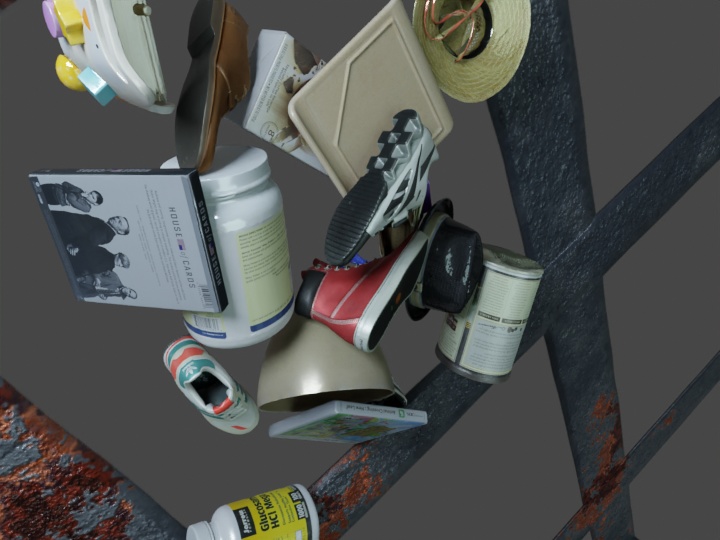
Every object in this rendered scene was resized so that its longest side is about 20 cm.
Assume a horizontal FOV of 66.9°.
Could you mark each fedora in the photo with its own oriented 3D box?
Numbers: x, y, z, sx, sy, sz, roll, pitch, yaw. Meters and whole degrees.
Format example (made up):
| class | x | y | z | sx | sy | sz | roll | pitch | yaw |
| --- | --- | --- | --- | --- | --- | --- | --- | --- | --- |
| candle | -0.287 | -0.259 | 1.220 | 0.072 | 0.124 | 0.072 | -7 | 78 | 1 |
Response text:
| class | x | y | z | sx | sy | sz | roll | pitch | yaw |
| --- | --- | --- | --- | --- | --- | --- | --- | --- | --- |
| fedora | 0.142 | -0.006 | 0.867 | 0.201 | 0.089 | 0.206 | -47 | 147 | -43 |

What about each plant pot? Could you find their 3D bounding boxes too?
| class | x | y | z | sx | sy | sz | roll | pitch | yaw |
| --- | --- | --- | --- | --- | --- | --- | --- | --- | --- |
| plant pot | -0.055 | 0.119 | 0.785 | 0.195 | 0.198 | 0.139 | 7 | 66 | -37 |

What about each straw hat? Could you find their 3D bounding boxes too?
| class | x | y | z | sx | sy | sz | roll | pitch | yaw |
| --- | --- | --- | --- | --- | --- | --- | --- | --- | --- |
| straw hat | 0.133 | -0.339 | 0.749 | 0.195 | 0.085 | 0.208 | -11 | 114 | -26 |

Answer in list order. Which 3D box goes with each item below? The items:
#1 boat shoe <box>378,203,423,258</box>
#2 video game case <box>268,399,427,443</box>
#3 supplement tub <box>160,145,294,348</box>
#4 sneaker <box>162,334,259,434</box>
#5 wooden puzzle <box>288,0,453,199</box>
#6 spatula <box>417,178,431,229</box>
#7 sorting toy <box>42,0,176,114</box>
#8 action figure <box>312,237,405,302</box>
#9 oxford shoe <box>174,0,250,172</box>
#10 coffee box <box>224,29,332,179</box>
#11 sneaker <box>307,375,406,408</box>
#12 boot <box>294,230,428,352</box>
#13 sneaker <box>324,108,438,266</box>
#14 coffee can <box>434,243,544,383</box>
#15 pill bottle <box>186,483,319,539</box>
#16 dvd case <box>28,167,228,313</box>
| class | x | y | z | sx | sy | sz | roll | pitch | yaw |
| --- | --- | --- | --- | --- | --- | --- | --- | --- | --- |
| boat shoe | 0.057 | -0.097 | 0.801 | 0.075 | 0.072 | 0.209 | -55 | 147 | -57 |
| video game case | -0.022 | 0.243 | 0.860 | 0.178 | 0.023 | 0.198 | 16 | 148 | -34 |
| supplement tub | -0.156 | -0.030 | 0.649 | 0.141 | 0.144 | 0.207 | -18 | 121 | -26 |
| sneaker | -0.196 | 0.182 | 0.755 | 0.070 | 0.093 | 0.203 | -37 | 128 | -13 |
| wooden puzzle | 0.019 | -0.190 | 0.670 | 0.201 | 0.037 | 0.186 | -49 | 131 | -13 |
| spatula | 0.090 | -0.055 | 0.886 | 0.055 | 0.020 | 0.207 | -16 | 117 | -35 |
| sorting toy | -0.223 | -0.228 | 0.484 | 0.104 | 0.179 | 0.206 | -19 | 121 | -25 |
| action figure | 0.015 | 0.012 | 0.858 | 0.197 | 0.051 | 0.067 | 26 | 95 | -43 |
| oxford shoe | -0.150 | -0.194 | 0.583 | 0.070 | 0.070 | 0.208 | 20 | 71 | -44 |
| coffee box | -0.055 | -0.191 | 0.687 | 0.197 | 0.079 | 0.116 | 22 | 97 | -40 |
| sneaker | -0.003 | 0.206 | 0.910 | 0.195 | 0.087 | 0.078 | 6 | 111 | -35 |
| boot | 0.000 | 0.000 | 0.743 | 0.201 | 0.141 | 0.074 | -51 | 152 | -34 |
| sneaker | 0.034 | -0.081 | 0.653 | 0.088 | 0.073 | 0.203 | 37 | 84 | -40 |
| coffee can | 0.226 | 0.073 | 0.971 | 0.142 | 0.146 | 0.207 | 1 | 111 | -35 |
| pill bottle | -0.172 | 0.426 | 0.876 | 0.194 | 0.112 | 0.116 | -3 | 114 | -35 |
| dvd case | -0.242 | -0.031 | 0.576 | 0.025 | 0.193 | 0.155 | -60 | 149 | -57 |
